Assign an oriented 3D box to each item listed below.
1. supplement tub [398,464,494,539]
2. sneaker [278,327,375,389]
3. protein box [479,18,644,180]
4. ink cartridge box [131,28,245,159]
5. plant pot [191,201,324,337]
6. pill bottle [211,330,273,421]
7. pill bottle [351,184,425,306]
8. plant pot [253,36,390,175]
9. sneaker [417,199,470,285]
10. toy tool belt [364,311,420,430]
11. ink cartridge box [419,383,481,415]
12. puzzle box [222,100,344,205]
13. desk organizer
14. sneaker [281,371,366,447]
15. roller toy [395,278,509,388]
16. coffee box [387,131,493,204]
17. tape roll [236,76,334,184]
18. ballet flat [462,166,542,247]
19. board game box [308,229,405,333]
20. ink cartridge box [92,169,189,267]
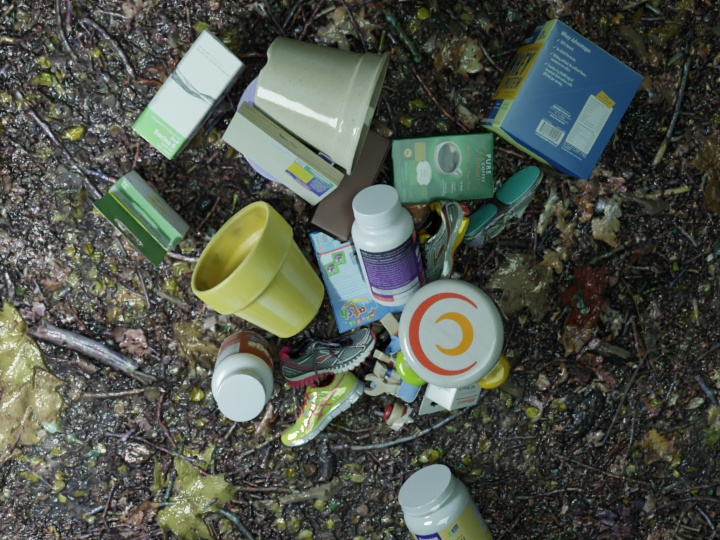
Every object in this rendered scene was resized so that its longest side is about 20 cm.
[{"bbox_3d":[0.175,0.515,1.467,0.144,0.146,0.202,-30,105,1],"label":"supplement tub"},{"bbox_3d":[-0.063,0.157,1.378,0.196,0.081,0.076,-23,111,6],"label":"sneaker"},{"bbox_3d":[0.359,-0.306,1.309,0.196,0.135,0.203,27,98,-12],"label":"protein box"},{"bbox_3d":[-0.285,-0.298,1.224,0.084,0.146,0.201,38,96,-14],"label":"ink cartridge box"},{"bbox_3d":[-0.169,0.014,1.295,0.201,0.201,0.189,-45,119,4],"label":"plant pot"},{"bbox_3d":[-0.212,0.193,1.316,0.109,0.200,0.115,-2,104,-7],"label":"pill bottle"},{"bbox_3d":[0.046,-0.045,1.267,0.109,0.112,0.202,-19,131,-3],"label":"pill bottle"},{"bbox_3d":[-0.068,-0.279,1.160,0.180,0.201,0.205,18,100,0],"label":"plant pot"},{"bbox_3d":[0.134,-0.039,1.364,0.081,0.078,0.204,13,101,-24],"label":"sneaker"},{"bbox_3d":[0.062,0.193,1.397,0.121,0.125,0.204,24,97,1],"label":"toy tool belt"},{"bbox_3d":[0.194,0.199,1.409,0.116,0.067,0.204,3,108,-54],"label":"ink cartridge box"},{"bbox_3d":[-0.130,-0.188,1.193,0.198,0.133,0.026,36,70,-14],"label":"puzzle box"},{"bbox_3d":[-0.021,-0.157,1.306,0.076,0.072,0.203,25,85,-11],"label":"desk organizer"},{"bbox_3d":[-0.087,0.262,1.420,0.199,0.078,0.091,-41,96,-3],"label":"sneaker"},{"bbox_3d":[0.165,0.112,1.274,0.195,0.140,0.187,1,84,12],"label":"roller toy"},{"bbox_3d":[0.152,-0.193,1.356,0.195,0.044,0.126,-6,104,-5],"label":"coffee box"},{"bbox_3d":[-0.123,-0.259,1.286,0.195,0.085,0.205,-1,102,-7],"label":"tape roll"},{"bbox_3d":[0.273,-0.116,1.386,0.199,0.072,0.072,-40,104,3],"label":"ballet flat"},{"bbox_3d":[0.000,0.000,1.384,0.148,0.037,0.204,-18,104,-3],"label":"board game box"},{"bbox_3d":[-0.367,-0.093,1.232,0.048,0.200,0.146,-42,105,4],"label":"ink cartridge box"}]
